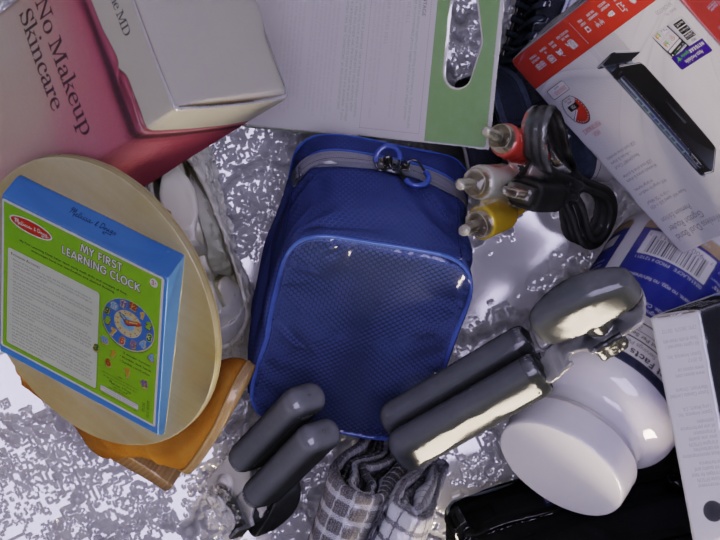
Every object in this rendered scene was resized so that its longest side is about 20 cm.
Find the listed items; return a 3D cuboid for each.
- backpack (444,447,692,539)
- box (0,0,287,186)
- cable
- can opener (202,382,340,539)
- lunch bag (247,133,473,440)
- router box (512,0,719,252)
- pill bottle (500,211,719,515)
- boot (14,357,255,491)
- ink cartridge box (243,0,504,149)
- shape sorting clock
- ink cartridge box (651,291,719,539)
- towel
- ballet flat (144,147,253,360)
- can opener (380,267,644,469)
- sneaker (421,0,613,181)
[{"bbox_3d":[0.178,0.214,1.458,0.198,0.178,0.152,-22,122,-9],"label":"backpack"},{"bbox_3d":[-0.165,-0.128,1.367,0.199,0.108,0.129,-28,80,41],"label":"box"},{"bbox_3d":[0.126,-0.064,1.413,0.050,0.200,0.098,19,97,26],"label":"cable"},{"bbox_3d":[-0.060,0.133,1.432,0.066,0.200,0.053,-17,72,-28],"label":"can opener"},{"bbox_3d":[0.000,0.000,1.419,0.135,0.133,0.201,11,128,-9],"label":"lunch bag"},{"bbox_3d":[0.209,-0.114,1.327,0.180,0.200,0.049,47,67,-3],"label":"router box"},{"bbox_3d":[0.184,0.064,1.432,0.116,0.116,0.200,41,60,-7],"label":"pill bottle"},{"bbox_3d":[-0.162,0.077,1.414,0.144,0.201,0.071,35,58,-6],"label":"boot"},{"bbox_3d":[0.013,-0.163,1.424,0.198,0.048,0.147,8,95,25],"label":"ink cartridge box"},{"bbox_3d":[-0.170,0.020,1.343,0.199,0.039,0.202,19,125,29],"label":"shape sorting clock"},{"bbox_3d":[0.274,0.109,1.393,0.043,0.197,0.202,-6,95,38],"label":"ink cartridge box"},{"bbox_3d":[-0.005,0.203,1.428,0.085,0.200,0.167,20,100,4],"label":"towel"},{"bbox_3d":[-0.119,-0.009,1.467,0.071,0.072,0.202,-16,97,-3],"label":"ballet flat"},{"bbox_3d":[0.097,0.057,1.349,0.199,0.053,0.066,-34,128,15],"label":"can opener"},{"bbox_3d":[0.104,-0.154,1.448,0.145,0.077,0.204,-9,97,-20],"label":"sneaker"}]
